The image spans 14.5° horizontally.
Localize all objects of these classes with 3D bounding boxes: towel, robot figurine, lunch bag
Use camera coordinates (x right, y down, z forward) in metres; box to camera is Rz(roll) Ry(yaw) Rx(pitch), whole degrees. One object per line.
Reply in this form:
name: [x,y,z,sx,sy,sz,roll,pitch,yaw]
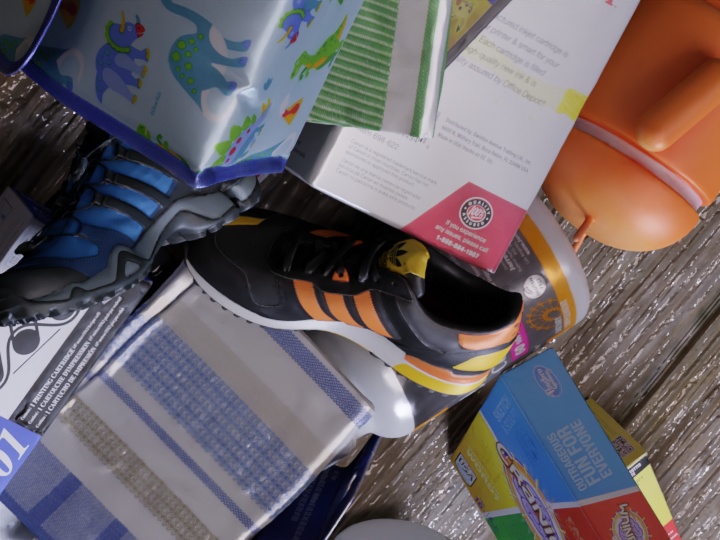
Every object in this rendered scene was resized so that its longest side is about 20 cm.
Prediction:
towel: [-0.049,-0.154,1.520,0.200,0.023,0.153,9,109,1]
towel: [-0.107,0.099,1.663,0.147,0.024,0.200,45,89,-3]
robot figurine: [0.184,-0.097,1.748,0.117,0.144,0.200,36,86,-39]
lunch bag: [-0.105,-0.164,1.450,0.170,0.200,0.127,-62,160,17]

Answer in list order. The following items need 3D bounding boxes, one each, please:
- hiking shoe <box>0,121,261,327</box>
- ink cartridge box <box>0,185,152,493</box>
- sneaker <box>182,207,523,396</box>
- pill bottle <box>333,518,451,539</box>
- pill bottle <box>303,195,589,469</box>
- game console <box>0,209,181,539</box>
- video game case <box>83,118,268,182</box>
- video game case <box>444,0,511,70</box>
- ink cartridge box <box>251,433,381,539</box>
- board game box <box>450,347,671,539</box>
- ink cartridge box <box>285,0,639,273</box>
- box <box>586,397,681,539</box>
hiking shoe: [-0.143,-0.036,1.546,0.200,0.074,0.087,-37,106,-46]
ink cartridge box: [-0.215,0.059,1.608,0.094,0.044,0.200,32,99,-37]
sneaker: [0.000,0.000,1.628,0.200,0.070,0.090,23,144,-11]
pill bottle: [0.011,0.275,1.912,0.114,0.114,0.200,-10,126,-30]
pill bottle: [0.032,0.031,1.745,0.200,0.116,0.116,-33,135,-12]
game console: [-0.182,0.060,1.672,0.200,0.031,0.177,-41,136,-5]
video game case: [-0.093,-0.122,1.611,0.143,0.017,0.200,-43,136,-2]
video game case: [0.024,-0.230,1.537,0.200,0.026,0.181,44,91,-12]
ink cartridge box: [-0.059,0.185,1.757,0.047,0.198,0.200,30,103,0]
board game box: [0.127,0.149,1.816,0.040,0.153,0.200,-27,166,-16]
ink cartridge box: [0.053,-0.122,1.634,0.145,0.083,0.200,26,95,-32]
box: [0.189,0.182,2.003,0.050,0.075,0.200,-35,134,-10]
